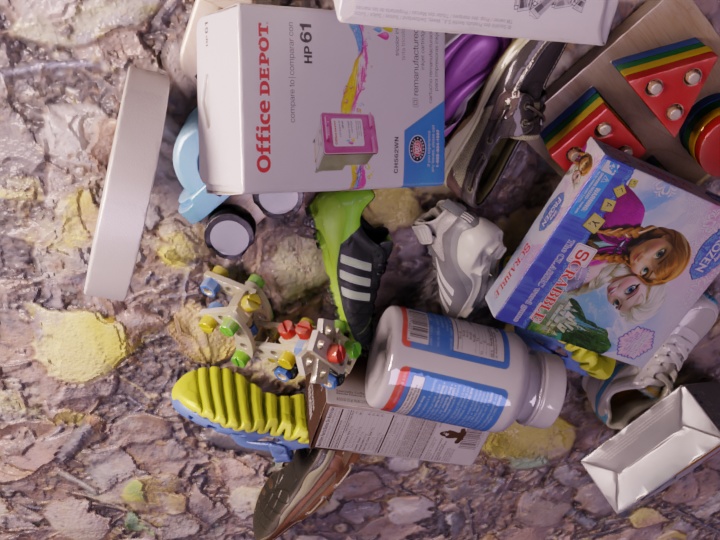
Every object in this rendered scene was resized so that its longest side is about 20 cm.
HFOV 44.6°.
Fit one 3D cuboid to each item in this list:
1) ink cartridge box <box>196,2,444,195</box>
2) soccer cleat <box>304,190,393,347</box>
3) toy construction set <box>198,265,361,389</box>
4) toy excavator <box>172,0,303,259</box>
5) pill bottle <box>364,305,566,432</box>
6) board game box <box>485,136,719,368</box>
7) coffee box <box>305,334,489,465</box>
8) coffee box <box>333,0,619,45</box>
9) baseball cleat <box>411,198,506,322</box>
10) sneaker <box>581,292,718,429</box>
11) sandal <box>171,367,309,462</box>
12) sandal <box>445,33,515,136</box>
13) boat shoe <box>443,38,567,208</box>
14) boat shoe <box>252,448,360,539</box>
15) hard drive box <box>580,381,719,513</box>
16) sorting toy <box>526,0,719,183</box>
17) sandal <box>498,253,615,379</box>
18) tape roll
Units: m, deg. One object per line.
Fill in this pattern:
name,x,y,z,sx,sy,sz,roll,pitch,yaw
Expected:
ink cartridge box,-0.030,-0.139,0.739,0.199,0.084,0.146,-6,99,-30
soccer cleat,0.000,0.000,0.934,0.081,0.068,0.201,-16,126,-4
toy construction set,-0.075,0.066,0.914,0.092,0.199,0.132,-48,133,-24
toy excavator,-0.124,-0.141,0.800,0.194,0.100,0.200,-38,114,18
pill bottle,0.113,0.112,0.941,0.199,0.113,0.113,14,124,-10
board game box,0.261,-0.009,0.886,0.198,0.041,0.201,18,119,-21
coffee box,0.042,0.149,1.019,0.199,0.115,0.080,10,127,-14
coffee box,0.085,-0.300,0.638,0.198,0.198,0.201,3,124,-9
baseball cleat,0.102,-0.011,0.945,0.070,0.106,0.200,-39,159,-24
sneaker,0.358,0.109,1.057,0.076,0.081,0.200,27,117,-23
sandal,-0.130,0.179,1.033,0.199,0.080,0.087,23,130,-20
sandal,0.068,-0.158,0.834,0.082,0.050,0.203,25,119,-24
boat shoe,0.145,-0.146,0.831,0.072,0.066,0.201,-16,147,-49
boat shoe,-0.069,0.284,1.130,0.074,0.076,0.200,22,121,-26
hard drive box,0.382,0.212,1.081,0.156,0.077,0.200,-44,155,23
sorting toy,0.293,-0.138,0.870,0.199,0.070,0.200,-41,121,20
sandal,0.210,0.061,1.005,0.087,0.080,0.200,-17,124,40
tape roll,-0.203,-0.075,0.762,0.037,0.203,0.204,11,124,-17
